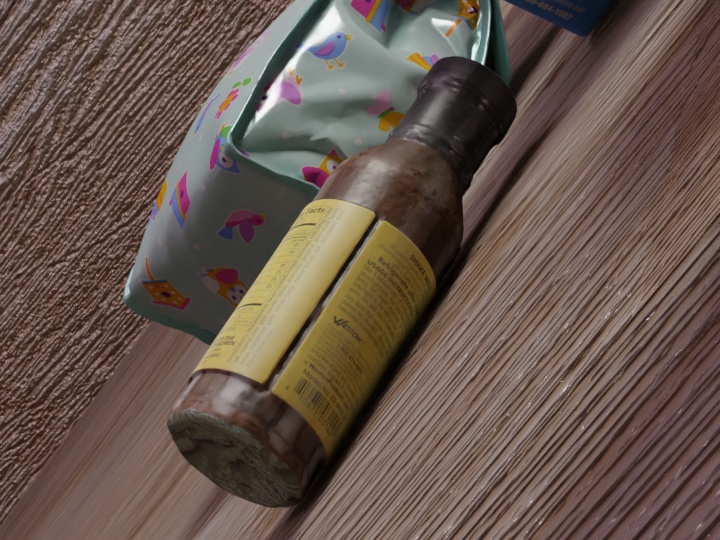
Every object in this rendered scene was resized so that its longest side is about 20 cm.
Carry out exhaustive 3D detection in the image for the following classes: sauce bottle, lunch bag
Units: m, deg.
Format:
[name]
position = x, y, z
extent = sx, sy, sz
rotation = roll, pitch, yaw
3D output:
[sauce bottle]
position = 0.000, 0.000, 1.102
extent = 0.200, 0.065, 0.065
rotation = -55, 5, -28
[lunch bag]
position = -0.014, -0.068, 1.371
extent = 0.170, 0.122, 0.201
rotation = -49, 13, 53

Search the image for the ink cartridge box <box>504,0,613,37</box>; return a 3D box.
[ink cartridge box]
position = 0.085, -0.217, 1.165
extent = 0.200, 0.144, 0.084
rotation = -54, 39, 21
